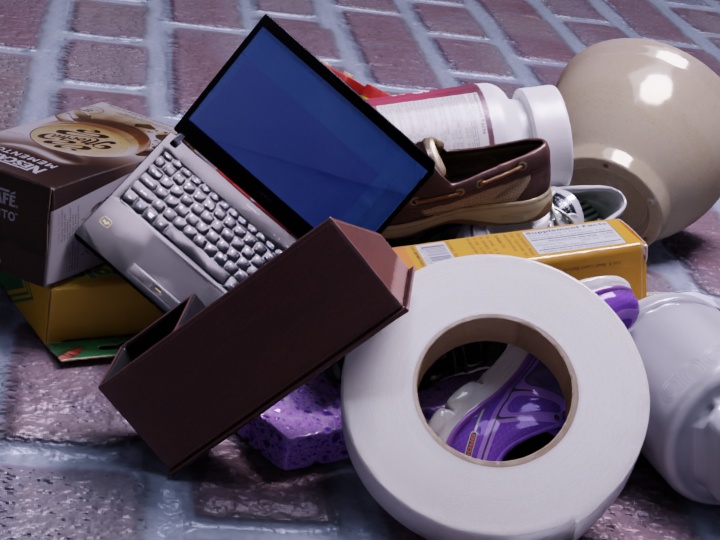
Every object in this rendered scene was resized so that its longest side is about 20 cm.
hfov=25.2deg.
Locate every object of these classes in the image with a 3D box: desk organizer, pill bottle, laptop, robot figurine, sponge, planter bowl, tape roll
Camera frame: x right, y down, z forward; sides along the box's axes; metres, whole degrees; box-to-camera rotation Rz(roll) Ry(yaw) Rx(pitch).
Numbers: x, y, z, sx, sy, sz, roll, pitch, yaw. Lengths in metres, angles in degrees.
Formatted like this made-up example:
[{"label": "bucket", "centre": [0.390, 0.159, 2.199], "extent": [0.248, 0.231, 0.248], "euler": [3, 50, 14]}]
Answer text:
[{"label": "desk organizer", "centre": [-0.067, 0.039, 1.039], "extent": [0.077, 0.200, 0.072], "euler": [50, 17, -14]}, {"label": "pill bottle", "centre": [0.072, -0.100, 1.366], "extent": [0.199, 0.110, 0.110], "euler": [-9, 24, -7]}, {"label": "laptop", "centre": [-0.075, -0.051, 1.193], "extent": [0.177, 0.103, 0.200], "euler": [41, 54, -3]}, {"label": "robot figurine", "centre": [0.237, 0.088, 1.143], "extent": [0.169, 0.114, 0.200], "euler": [-10, 26, -15]}, {"label": "sponge", "centre": [-0.001, 0.091, 1.159], "extent": [0.199, 0.030, 0.111], "euler": [-7, 27, -35]}, {"label": "planter bowl", "centre": [0.256, -0.103, 1.554], "extent": [0.199, 0.201, 0.135], "euler": [18, 50, 22]}, {"label": "tape roll", "centre": [0.086, 0.085, 1.044], "extent": [0.201, 0.037, 0.204], "euler": [0, 60, 0]}]

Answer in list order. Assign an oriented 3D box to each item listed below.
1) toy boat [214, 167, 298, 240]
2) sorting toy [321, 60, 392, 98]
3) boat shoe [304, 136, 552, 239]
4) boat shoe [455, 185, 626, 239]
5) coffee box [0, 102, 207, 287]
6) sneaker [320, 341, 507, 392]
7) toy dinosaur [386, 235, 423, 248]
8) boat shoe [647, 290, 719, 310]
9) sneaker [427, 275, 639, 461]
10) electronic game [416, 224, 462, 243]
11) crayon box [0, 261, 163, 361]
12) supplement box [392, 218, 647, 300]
[{"label": "toy boat", "centre": [-0.076, -0.086, 1.429], "extent": [0.130, 0.132, 0.200], "euler": [10, 22, 4]}, {"label": "sorting toy", "centre": [0.026, -0.130, 1.550], "extent": [0.200, 0.070, 0.198], "euler": [25, 4, -46]}, {"label": "boat shoe", "centre": [0.052, -0.074, 1.261], "extent": [0.199, 0.072, 0.072], "euler": [-3, 35, 0]}, {"label": "boat shoe", "centre": [0.151, -0.042, 1.326], "extent": [0.074, 0.067, 0.200], "euler": [52, 34, 12]}, {"label": "coffee box", "centre": [-0.221, -0.064, 1.251], "extent": [0.113, 0.080, 0.200], "euler": [19, 24, 24]}, {"label": "sneaker", "centre": [0.049, 0.052, 1.140], "extent": [0.199, 0.071, 0.098], "euler": [1, 22, -12]}, {"label": "toy dinosaur", "centre": [0.000, 0.000, 1.285], "extent": [0.199, 0.077, 0.102], "euler": [-9, 33, -10]}, {"label": "boat shoe", "centre": [0.204, 0.044, 1.286], "extent": [0.199, 0.072, 0.062], "euler": [-10, 45, -34]}, {"label": "sneaker", "centre": [0.130, 0.088, 1.106], "extent": [0.083, 0.081, 0.200], "euler": [35, 68, 26]}, {"label": "electronic game", "centre": [0.122, 0.013, 1.378], "extent": [0.199, 0.042, 0.200], "euler": [6, 30, -3]}, {"label": "crayon box", "centre": [-0.207, 0.005, 1.266], "extent": [0.126, 0.051, 0.200], "euler": [-4, 26, -30]}, {"label": "supplement box", "centre": [0.115, 0.011, 1.226], "extent": [0.199, 0.067, 0.069], "euler": [-6, 22, -7]}]
